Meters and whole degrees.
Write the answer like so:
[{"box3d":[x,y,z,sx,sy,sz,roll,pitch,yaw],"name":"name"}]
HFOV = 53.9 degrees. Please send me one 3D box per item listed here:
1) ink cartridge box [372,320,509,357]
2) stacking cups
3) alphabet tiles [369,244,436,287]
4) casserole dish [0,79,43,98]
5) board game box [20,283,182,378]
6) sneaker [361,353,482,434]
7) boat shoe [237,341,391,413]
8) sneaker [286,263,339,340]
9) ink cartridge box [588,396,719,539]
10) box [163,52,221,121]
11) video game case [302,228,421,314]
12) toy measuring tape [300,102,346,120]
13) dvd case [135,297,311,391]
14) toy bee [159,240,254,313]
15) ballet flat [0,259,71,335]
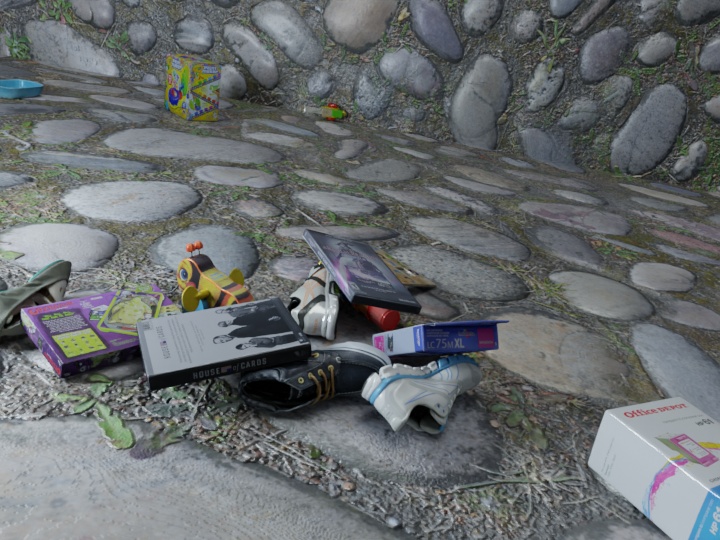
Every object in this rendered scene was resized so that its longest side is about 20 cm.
[{"box3d":[0.107,0.097,0.979,0.116,0.043,0.199,1,-12,-22],"name":"ink cartridge box"},{"box3d":[-0.005,0.035,1.194,0.059,0.062,0.199,-3,25,-32],"name":"stacking cups"},{"box3d":[0.035,-0.013,1.318,0.166,0.008,0.198,34,15,29],"name":"alphabet tiles"},{"box3d":[-1.135,-0.596,2.326,0.118,0.040,0.200,15,20,12],"name":"casserole dish"},{"box3d":[-0.331,0.075,0.946,0.197,0.033,0.120,-12,46,-48],"name":"board game box"},{"box3d":[0.094,0.167,0.909,0.196,0.076,0.087,-5,47,-39],"name":"sneaker"},{"box3d":[-0.056,0.140,0.889,0.194,0.073,0.091,2,22,-2],"name":"boat shoe"},{"box3d":[-0.078,0.039,1.128,0.078,0.076,0.201,5,21,-7],"name":"sneaker"},{"box3d":[0.387,0.239,0.816,0.141,0.087,0.200,-2,22,-29],"name":"ink cartridge box"},{"box3d":[-0.596,-0.650,2.506,0.120,0.198,0.198,-8,26,-40],"name":"box"},{"box3d":[0.000,0.000,1.169,0.140,0.019,0.201,12,26,-36],"name":"video game case"},{"box3d":[-0.156,-0.666,2.949,0.194,0.075,0.074,5,21,-16],"name":"toy measuring tape"},{"box3d":[-0.176,0.087,0.893,0.195,0.025,0.150,-10,24,-20],"name":"dvd case"},{"box3d":[-0.237,0.020,1.051,0.194,0.112,0.131,12,22,5],"name":"toy bee"},{"box3d":[-0.449,0.046,0.968,0.063,0.068,0.200,39,24,1],"name":"ballet flat"}]
